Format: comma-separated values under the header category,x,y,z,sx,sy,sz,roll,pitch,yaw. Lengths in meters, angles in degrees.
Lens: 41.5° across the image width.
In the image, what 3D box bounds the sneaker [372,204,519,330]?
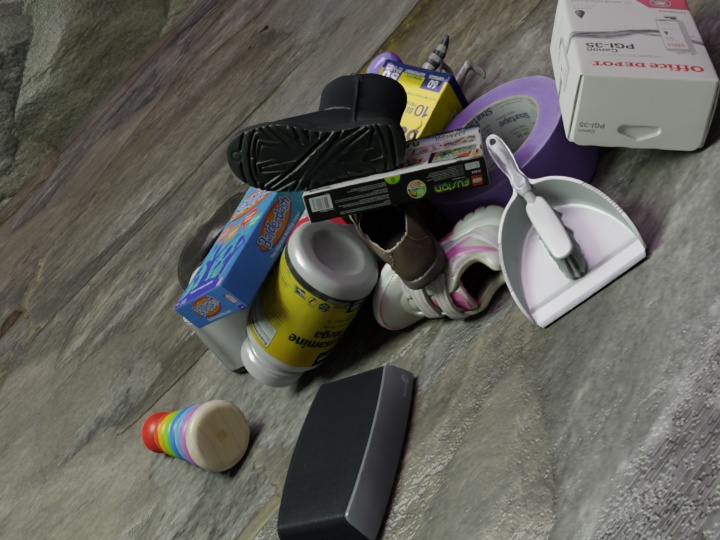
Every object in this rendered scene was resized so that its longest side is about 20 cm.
category,x,y,z,sx,sy,sz,roll,pitch,yaw
sneaker,0.093,0.013,1.049,0.199,0.081,0.089,-36,34,26

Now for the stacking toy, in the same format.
category,x,y,z,sx,sy,sz,roll,pitch,yaw
stacking toy,-0.226,0.208,1.217,0.199,0.085,0.086,-9,45,52

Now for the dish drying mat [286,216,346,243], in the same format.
category,x,y,z,sx,sy,sz,roll,pitch,yaw
dish drying mat,-0.014,-0.083,1.314,0.198,0.018,0.077,-30,30,-10

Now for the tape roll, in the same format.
category,x,y,z,sx,sy,sz,roll,pitch,yaw
tape roll,0.174,-0.128,1.121,0.199,0.085,0.201,-31,33,22

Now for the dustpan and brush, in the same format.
category,x,y,z,sx,sy,sz,roll,pitch,yaw
dustpan and brush,0.184,-0.062,0.978,0.139,0.057,0.201,-37,52,16

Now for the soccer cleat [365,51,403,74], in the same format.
category,x,y,z,sx,sy,sz,roll,pitch,yaw
soccer cleat,0.009,-0.199,1.304,0.202,0.066,0.077,-66,-5,25

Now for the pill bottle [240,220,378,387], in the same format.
category,x,y,z,sx,sy,sz,roll,pitch,yaw
pill bottle,-0.068,0.046,1.129,0.201,0.111,0.113,-57,18,37

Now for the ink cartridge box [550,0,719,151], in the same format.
category,x,y,z,sx,sy,sz,roll,pitch,yaw
ink cartridge box,0.290,-0.222,1.025,0.144,0.084,0.201,3,41,2

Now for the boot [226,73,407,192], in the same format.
category,x,y,z,sx,sy,sz,roll,pitch,yaw
boot,-0.043,-0.160,1.068,0.197,0.077,0.169,-7,28,4

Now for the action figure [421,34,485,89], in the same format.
category,x,y,z,sx,sy,sz,roll,pitch,yaw
action figure,0.064,-0.255,1.399,0.193,0.105,0.200,-36,35,-11

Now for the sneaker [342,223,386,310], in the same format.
category,x,y,z,sx,sy,sz,roll,pitch,yaw
sneaker,0.000,0.000,1.193,0.080,0.071,0.200,-47,29,-9

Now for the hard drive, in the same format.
category,x,y,z,sx,sy,sz,roll,pitch,yaw
hard drive,-0.018,0.193,1.002,0.134,0.042,0.201,-21,38,36

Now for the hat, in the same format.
category,x,y,z,sx,sy,sz,roll,pitch,yaw
hat,-0.188,-0.019,1.453,0.199,0.081,0.202,-29,42,29

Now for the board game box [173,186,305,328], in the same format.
category,x,y,z,sx,sy,sz,roll,pitch,yaw
board game box,-0.133,-0.035,1.140,0.152,0.045,0.201,-24,33,56

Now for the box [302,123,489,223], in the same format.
category,x,y,z,sx,sy,sz,roll,pitch,yaw
box,0.041,-0.108,1.047,0.197,0.035,0.110,-11,24,11

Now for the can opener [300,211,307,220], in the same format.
category,x,y,z,sx,sy,sz,roll,pitch,yaw
can opener,-0.033,-0.126,1.403,0.052,0.067,0.201,25,60,20

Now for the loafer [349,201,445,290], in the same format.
category,x,y,z,sx,sy,sz,roll,pitch,yaw
loafer,0.030,-0.060,1.059,0.073,0.071,0.200,-44,37,4

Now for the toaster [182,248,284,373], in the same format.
category,x,y,z,sx,sy,sz,roll,pitch,yaw
toaster,-0.143,0.038,1.269,0.199,0.129,0.114,-30,33,24

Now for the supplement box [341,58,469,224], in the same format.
category,x,y,z,sx,sy,sz,roll,pitch,yaw
supplement box,0.049,-0.151,1.223,0.108,0.110,0.202,20,76,33
